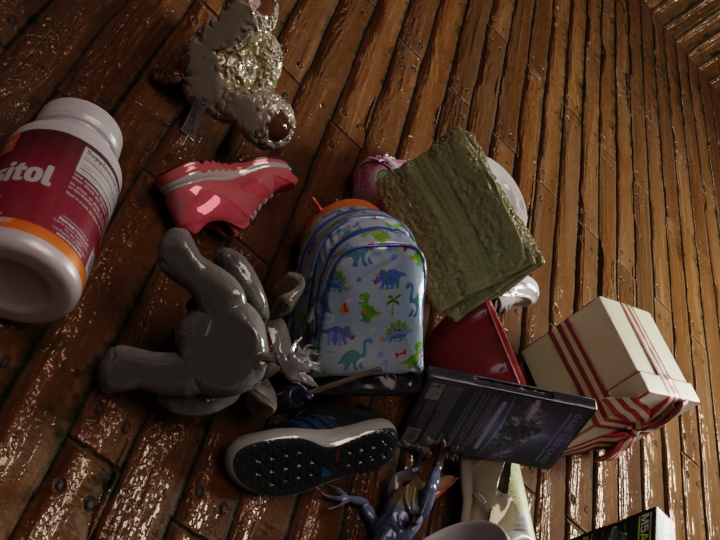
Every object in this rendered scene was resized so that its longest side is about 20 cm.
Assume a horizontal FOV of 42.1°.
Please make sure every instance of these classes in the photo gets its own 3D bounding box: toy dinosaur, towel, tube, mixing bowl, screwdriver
[{"bbox_3d":[0.054,0.274,1.022,0.200,0.104,0.183,43,55,-36],"label":"toy dinosaur"},{"bbox_3d":[0.114,-0.055,1.118,0.201,0.148,0.036,61,19,9],"label":"towel"},{"bbox_3d":[0.186,0.276,1.208,0.058,0.051,0.201,80,3,-54],"label":"tube"},{"bbox_3d":[0.144,0.131,1.181,0.200,0.108,0.202,-23,90,-82],"label":"mixing bowl"},{"bbox_3d":[-0.043,0.119,0.925,0.029,0.199,0.028,-33,96,-37],"label":"screwdriver"}]

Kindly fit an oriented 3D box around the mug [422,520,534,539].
[{"bbox_3d":[0.140,0.365,0.986,0.200,0.147,0.176,-39,106,-40],"label":"mug"}]

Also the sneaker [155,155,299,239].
[{"bbox_3d":[-0.146,-0.080,1.076,0.199,0.073,0.088,-12,86,-48],"label":"sneaker"}]

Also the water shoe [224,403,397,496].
[{"bbox_3d":[-0.058,0.184,0.981,0.198,0.072,0.079,1,18,-32],"label":"water shoe"}]

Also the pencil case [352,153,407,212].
[{"bbox_3d":[0.072,-0.122,1.333,0.199,0.087,0.088,-7,69,-52],"label":"pencil case"}]

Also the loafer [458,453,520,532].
[{"bbox_3d":[0.156,0.298,1.114,0.076,0.068,0.201,60,23,-48],"label":"loafer"}]

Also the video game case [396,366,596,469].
[{"bbox_3d":[0.153,0.175,1.088,0.198,0.143,0.019,11,48,-9],"label":"video game case"}]

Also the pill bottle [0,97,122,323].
[{"bbox_3d":[-0.283,-0.061,0.849,0.113,0.113,0.201,35,41,-28],"label":"pill bottle"}]

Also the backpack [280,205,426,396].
[{"bbox_3d":[0.000,0.033,0.997,0.161,0.154,0.202,3,91,-14],"label":"backpack"}]

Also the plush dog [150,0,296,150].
[{"bbox_3d":[-0.151,-0.250,1.154,0.172,0.159,0.202,-42,126,-68],"label":"plush dog"}]

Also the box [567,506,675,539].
[{"bbox_3d":[0.277,0.394,1.096,0.048,0.192,0.201,45,37,-17],"label":"box"}]

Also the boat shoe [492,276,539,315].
[{"bbox_3d":[0.187,0.038,1.372,0.198,0.073,0.066,11,60,-33],"label":"boat shoe"}]

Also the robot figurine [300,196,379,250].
[{"bbox_3d":[0.000,0.000,1.135,0.143,0.117,0.201,-23,82,-26],"label":"robot figurine"}]

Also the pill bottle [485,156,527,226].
[{"bbox_3d":[0.109,-0.053,1.226,0.114,0.199,0.115,30,44,-33],"label":"pill bottle"}]

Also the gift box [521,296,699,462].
[{"bbox_3d":[0.357,0.170,1.379,0.199,0.185,0.188,9,48,-41],"label":"gift box"}]

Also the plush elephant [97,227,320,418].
[{"bbox_3d":[-0.127,0.066,0.920,0.198,0.155,0.166,19,86,2],"label":"plush elephant"}]
